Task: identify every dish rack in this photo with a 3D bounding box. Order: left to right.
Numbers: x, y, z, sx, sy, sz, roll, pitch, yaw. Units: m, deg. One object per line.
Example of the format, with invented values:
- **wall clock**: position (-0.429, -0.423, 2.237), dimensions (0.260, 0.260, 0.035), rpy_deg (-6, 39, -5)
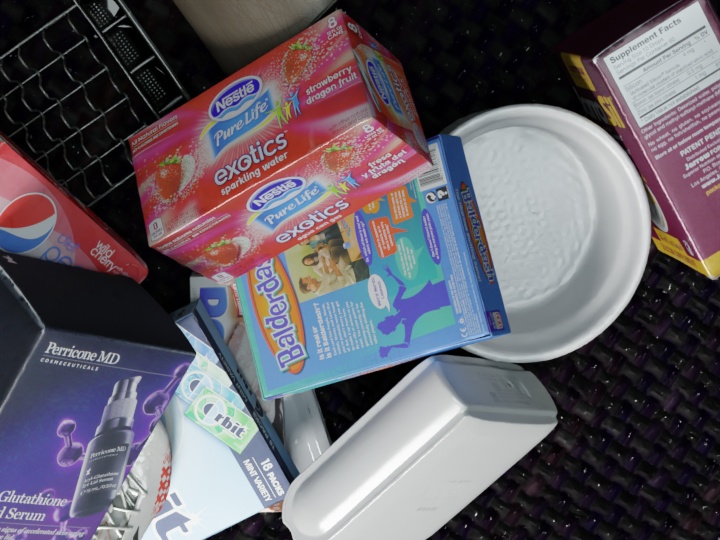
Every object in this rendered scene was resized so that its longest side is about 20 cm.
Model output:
- **dish rack**: position (-0.235, -0.111, 1.273), dimensions (0.199, 0.055, 0.154), rpy_deg (-35, 103, 1)

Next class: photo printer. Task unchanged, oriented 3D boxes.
- **photo printer**: position (0.041, 0.153, 1.296), dimensions (0.200, 0.166, 0.070), rpy_deg (-44, 63, 21)

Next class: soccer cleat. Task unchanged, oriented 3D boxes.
- **soccer cleat**: position (-0.198, 0.202, 1.268), dimensions (0.068, 0.085, 0.201), rpy_deg (24, 106, -5)

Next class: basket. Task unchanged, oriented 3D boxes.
- **basket**: position (-0.099, -0.261, 1.224), dimensions (0.200, 0.136, 0.180), rpy_deg (44, 115, -8)

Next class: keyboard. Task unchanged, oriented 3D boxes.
- **keyboard**: position (-0.071, 0.088, 1.358), dimensions (0.056, 0.011, 0.202), rpy_deg (-17, 102, 2)

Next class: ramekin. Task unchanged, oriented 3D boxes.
- **ramekin**: position (0.122, -0.035, 1.313), dimensions (0.198, 0.098, 0.203), rpy_deg (-1, 101, -7)

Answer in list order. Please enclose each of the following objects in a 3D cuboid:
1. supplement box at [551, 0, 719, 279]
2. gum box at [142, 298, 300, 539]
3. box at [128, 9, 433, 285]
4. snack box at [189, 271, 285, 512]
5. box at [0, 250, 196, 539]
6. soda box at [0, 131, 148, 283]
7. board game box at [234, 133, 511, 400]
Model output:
- **supplement box**: position (0.252, -0.111, 1.298), dimensions (0.103, 0.131, 0.201), rpy_deg (-31, 103, -1)
- **gum box**: position (-0.175, 0.143, 1.318), dimensions (0.199, 0.045, 0.171), rpy_deg (-27, 103, 10)
- **box**: position (-0.060, -0.086, 1.199), dimensions (0.199, 0.100, 0.095), rpy_deg (-28, 149, 21)
- **snack box**: position (-0.098, 0.099, 1.341), dimensions (0.071, 0.024, 0.202), rpy_deg (-2, 103, 1)
- **box**: position (-0.237, 0.100, 1.180), dimensions (0.147, 0.104, 0.201), rpy_deg (12, 114, -48)
- **soda box**: position (-0.238, -0.034, 1.197), dimensions (0.070, 0.063, 0.200), rpy_deg (-47, 143, -3)
- **board game box**: position (0.000, 0.000, 1.243), dimensions (0.198, 0.045, 0.154), rpy_deg (-16, 84, 25)
